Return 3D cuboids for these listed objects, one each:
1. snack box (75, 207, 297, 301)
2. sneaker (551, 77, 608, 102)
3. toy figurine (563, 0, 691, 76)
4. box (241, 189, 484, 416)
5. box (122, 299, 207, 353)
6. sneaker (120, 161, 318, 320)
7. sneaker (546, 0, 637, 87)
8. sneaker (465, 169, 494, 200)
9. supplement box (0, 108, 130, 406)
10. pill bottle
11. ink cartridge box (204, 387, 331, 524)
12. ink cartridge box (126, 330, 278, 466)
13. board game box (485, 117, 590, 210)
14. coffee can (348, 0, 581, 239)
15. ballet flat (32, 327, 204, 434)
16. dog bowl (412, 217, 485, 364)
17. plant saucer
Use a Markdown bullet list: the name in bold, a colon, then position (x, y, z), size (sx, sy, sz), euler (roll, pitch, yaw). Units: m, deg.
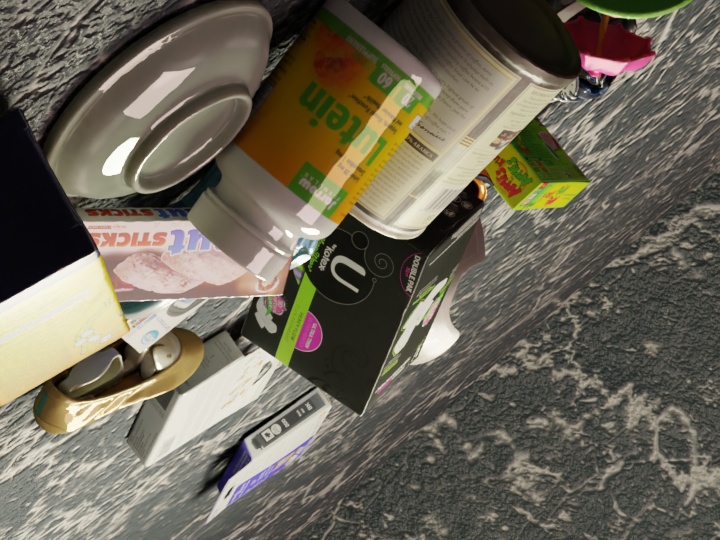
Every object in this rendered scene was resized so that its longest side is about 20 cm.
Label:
- **snack box**: position (-0.142, -0.013, 1.363), size (0.198, 0.024, 0.073), euler (-2, 120, -34)
- **sneaker**: position (0.210, -0.202, 1.796), size (0.077, 0.085, 0.200), euler (-30, 166, -33)
- **toy figurine**: position (0.223, -0.255, 1.487), size (0.184, 0.149, 0.202), euler (94, 19, -67)
- **box**: position (0.000, 0.000, 1.615), size (0.124, 0.148, 0.201), euler (-40, 158, -50)
- **box**: position (-0.160, 0.005, 1.563), size (0.200, 0.042, 0.119), euler (-41, 168, -4)
- **sneaker**: position (-0.109, -0.015, 1.464), size (0.200, 0.080, 0.130), euler (-40, 145, 9)
- **sneaker**: position (0.187, -0.202, 1.667), size (0.073, 0.112, 0.200), euler (-25, 162, -44)
- **sneaker**: position (0.083, -0.105, 1.699), size (0.078, 0.112, 0.200), euler (-43, 171, 21)
- **supplement box**: position (-0.230, -0.003, 1.140), size (0.109, 0.110, 0.200), euler (-29, 167, -10)
- **pill bottle**: position (-0.039, -0.095, 1.307), size (0.201, 0.111, 0.111), euler (-52, 167, 4)
- **ink cartridge box**: position (-0.147, 0.273, 2.544), size (0.199, 0.043, 0.199), euler (-35, 167, -29)
- **ink cartridge box**: position (-0.168, 0.128, 1.971), size (0.173, 0.044, 0.200), euler (-32, 166, -32)
- **board game box**: position (0.188, -0.123, 1.973), size (0.048, 0.102, 0.200), euler (-43, 167, 19)
- **coffee can**: position (0.062, -0.145, 1.423), size (0.200, 0.147, 0.146), euler (-45, 166, 28)
- **ballet flat**: position (-0.221, 0.093, 1.646), size (0.199, 0.069, 0.063), euler (-31, 152, -39)
- **dog bowl**: position (0.038, -0.007, 1.761), size (0.058, 0.202, 0.200), euler (8, 137, -39)
- **plant saucer**: position (-0.132, -0.107, 1.224), size (0.199, 0.050, 0.200), euler (-36, 167, -10)
